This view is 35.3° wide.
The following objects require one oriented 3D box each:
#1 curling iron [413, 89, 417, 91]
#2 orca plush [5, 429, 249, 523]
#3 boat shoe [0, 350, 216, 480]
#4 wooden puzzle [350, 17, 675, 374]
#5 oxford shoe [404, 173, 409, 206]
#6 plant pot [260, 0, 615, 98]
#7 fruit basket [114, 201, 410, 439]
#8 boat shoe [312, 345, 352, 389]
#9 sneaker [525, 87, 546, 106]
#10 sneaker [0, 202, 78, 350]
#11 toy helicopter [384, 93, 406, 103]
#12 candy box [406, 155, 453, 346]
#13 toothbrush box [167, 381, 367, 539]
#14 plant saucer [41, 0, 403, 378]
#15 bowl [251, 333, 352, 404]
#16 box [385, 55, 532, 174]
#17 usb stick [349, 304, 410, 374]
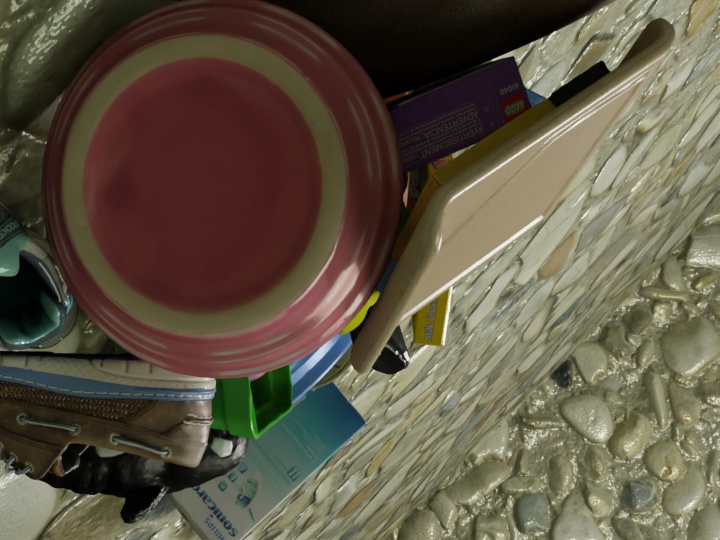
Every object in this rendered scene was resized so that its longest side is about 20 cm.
[{"bbox_3d":[0.066,-0.179,0.910,0.201,0.025,0.050,-62,178,41],"label":"curling iron"},{"bbox_3d":[-0.176,0.147,0.836,0.197,0.072,0.106,9,137,-28],"label":"orca plush"},{"bbox_3d":[-0.184,0.085,0.666,0.072,0.196,0.074,20,71,-81],"label":"boat shoe"},{"bbox_3d":[0.075,-0.042,0.631,0.199,0.037,0.185,-40,169,-26],"label":"wooden puzzle"},{"bbox_3d":[0.031,-0.080,0.977,0.071,0.072,0.200,-39,172,-2],"label":"oxford shoe"},{"bbox_3d":[0.040,-0.186,0.638,0.199,0.189,0.186,-35,166,18],"label":"plant pot"},{"bbox_3d":[-0.055,0.026,0.781,0.212,0.158,0.216,-6,179,0],"label":"fruit basket"},{"bbox_3d":[-0.028,0.050,1.107,0.199,0.075,0.069,-34,-147,27],"label":"boat shoe"},{"bbox_3d":[0.117,-0.128,0.964,0.076,0.104,0.200,-55,175,9],"label":"sneaker"},{"bbox_3d":[-0.200,0.017,0.636,0.078,0.086,0.200,-43,162,-10],"label":"sneaker"},{"bbox_3d":[0.011,-0.154,0.808,0.199,0.079,0.132,-35,171,0],"label":"toy helicopter"},{"bbox_3d":[0.050,-0.034,0.810,0.200,0.026,0.104,-90,-172,-70],"label":"candy box"},{"bbox_3d":[-0.103,0.200,1.194,0.199,0.086,0.146,-40,179,-17],"label":"toothbrush box"},{"bbox_3d":[-0.077,-0.043,0.591,0.201,0.200,0.051,-48,177,6],"label":"plant saucer"},{"bbox_3d":[-0.083,0.088,0.982,0.200,0.040,0.201,-37,-171,7],"label":"bowl"},{"bbox_3d":[0.027,-0.088,0.713,0.135,0.040,0.200,-22,-172,3],"label":"box"},{"bbox_3d":[0.000,0.000,0.896,0.032,0.201,0.055,-37,129,18],"label":"usb stick"}]
